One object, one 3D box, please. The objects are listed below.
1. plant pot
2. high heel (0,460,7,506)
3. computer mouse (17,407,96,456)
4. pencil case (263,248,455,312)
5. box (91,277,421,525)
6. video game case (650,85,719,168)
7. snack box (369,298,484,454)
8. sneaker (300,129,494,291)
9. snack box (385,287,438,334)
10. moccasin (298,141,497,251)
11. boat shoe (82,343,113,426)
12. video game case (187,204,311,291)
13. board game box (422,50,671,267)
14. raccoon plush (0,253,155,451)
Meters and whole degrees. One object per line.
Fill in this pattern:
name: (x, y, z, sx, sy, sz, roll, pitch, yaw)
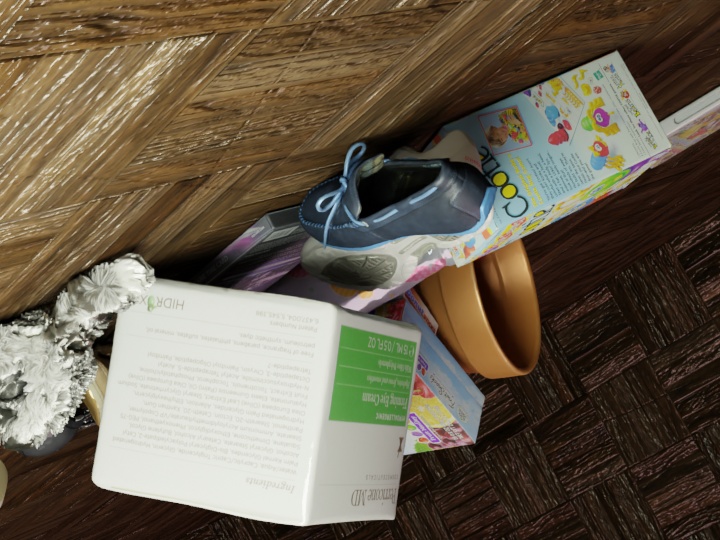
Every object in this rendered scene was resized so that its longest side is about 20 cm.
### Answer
plant pot: (0.095, 0.028, 1.645, 0.138, 0.203, 0.200, -15, 176, 22)
high heel: (-0.429, 0.218, 1.472, 0.141, 0.072, 0.200, -14, 179, 8)
computer mouse: (-0.285, 0.151, 1.536, 0.139, 0.046, 0.200, -27, 170, -9)
pencil case: (0.000, 0.000, 1.490, 0.198, 0.084, 0.091, -30, -175, 5)
box: (-0.080, 0.108, 1.250, 0.197, 0.174, 0.199, 8, 176, 23)
video game case: (0.443, -0.197, 1.954, 0.181, 0.023, 0.200, -31, 171, 9)
snack box: (0.002, 0.121, 1.573, 0.198, 0.169, 0.068, -13, -138, 34)
sneaker: (0.031, -0.052, 1.290, 0.199, 0.100, 0.078, -25, 138, 33)
snack box: (-0.022, 0.058, 1.581, 0.198, 0.072, 0.024, -12, -139, 30)
moccasin: (0.018, -0.066, 1.195, 0.198, 0.081, 0.068, -10, 146, 44)
boat shoe: (-0.222, 0.094, 1.373, 0.069, 0.074, 0.200, -30, 180, -9)
video game case: (-0.093, -0.007, 1.372, 0.199, 0.019, 0.142, -36, 168, 38)
board game box: (0.160, -0.100, 1.373, 0.198, 0.106, 0.103, -24, 170, -24)
raccoon plush: (-0.230, 0.073, 1.188, 0.198, 0.098, 0.134, -29, 178, -2)
